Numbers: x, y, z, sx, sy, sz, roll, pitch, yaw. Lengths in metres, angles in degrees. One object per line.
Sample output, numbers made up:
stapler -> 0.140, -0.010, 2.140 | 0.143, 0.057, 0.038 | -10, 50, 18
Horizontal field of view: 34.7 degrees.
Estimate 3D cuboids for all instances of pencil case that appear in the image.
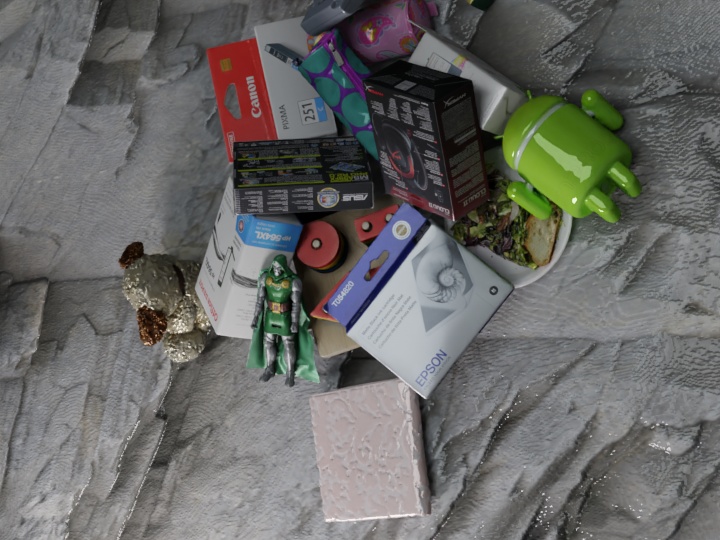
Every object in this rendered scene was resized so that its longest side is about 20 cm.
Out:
pencil case -> -0.004, -0.253, 1.678 | 0.085, 0.092, 0.200 | -43, 94, -15
pencil case -> 0.016, -0.354, 1.717 | 0.199, 0.087, 0.088 | -8, 83, 34

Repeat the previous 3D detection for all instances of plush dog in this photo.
plush dog -> -0.310, 0.034, 1.864 | 0.160, 0.171, 0.201 | -33, 68, 28

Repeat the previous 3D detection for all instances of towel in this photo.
towel -> 0.015, 0.269, 1.709 | 0.190, 0.032, 0.201 | -14, 79, 35

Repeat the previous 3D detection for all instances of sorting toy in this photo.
sorting toy -> 0.000, 0.000, 1.673 | 0.198, 0.070, 0.201 | -19, 76, 11

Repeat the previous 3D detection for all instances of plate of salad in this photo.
plate of salad -> 0.197, -0.075, 1.592 | 0.199, 0.048, 0.201 | -2, 87, 35

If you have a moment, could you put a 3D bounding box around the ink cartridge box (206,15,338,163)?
ink cartridge box -> -0.140, -0.282, 1.790 | 0.175, 0.045, 0.201 | -13, 78, -2

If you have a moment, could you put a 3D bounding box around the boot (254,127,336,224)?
boot -> -0.106, -0.114, 1.806 | 0.166, 0.072, 0.201 | 17, 97, 25

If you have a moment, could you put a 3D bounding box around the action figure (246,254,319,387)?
action figure -> -0.117, 0.069, 1.665 | 0.118, 0.055, 0.201 | 7, 114, 13

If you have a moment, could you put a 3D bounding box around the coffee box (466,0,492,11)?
coffee box -> 0.152, -0.484, 1.649 | 0.123, 0.044, 0.200 | -44, 64, 25

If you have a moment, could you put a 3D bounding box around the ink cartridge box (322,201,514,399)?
ink cartridge box -> 0.076, 0.038, 1.588 | 0.200, 0.041, 0.200 | 38, 96, 11

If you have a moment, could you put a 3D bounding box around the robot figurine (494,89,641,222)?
robot figurine -> 0.269, -0.149, 1.497 | 0.200, 0.116, 0.176 | 41, 100, 22

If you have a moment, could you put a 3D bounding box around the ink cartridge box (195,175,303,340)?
ink cartridge box -> -0.170, -0.018, 1.725 | 0.146, 0.084, 0.201 | 54, 129, 54

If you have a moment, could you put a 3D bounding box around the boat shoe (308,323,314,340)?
boat shoe -> -0.043, 0.071, 1.743 | 0.199, 0.063, 0.073 | -7, 74, 16

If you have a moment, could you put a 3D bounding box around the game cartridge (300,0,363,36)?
game cartridge -> -0.007, -0.430, 1.681 | 0.200, 0.041, 0.133 | -58, 17, -21

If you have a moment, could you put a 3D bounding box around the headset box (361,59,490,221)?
headset box -> 0.091, -0.168, 1.562 | 0.148, 0.075, 0.201 | 26, 139, 46

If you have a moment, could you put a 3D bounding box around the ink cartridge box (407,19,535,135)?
ink cartridge box -> 0.142, -0.264, 1.598 | 0.200, 0.117, 0.067 | 41, 109, 29

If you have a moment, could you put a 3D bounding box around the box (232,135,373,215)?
box -> -0.087, -0.140, 1.678 | 0.160, 0.199, 0.044 | -101, 9, -58
